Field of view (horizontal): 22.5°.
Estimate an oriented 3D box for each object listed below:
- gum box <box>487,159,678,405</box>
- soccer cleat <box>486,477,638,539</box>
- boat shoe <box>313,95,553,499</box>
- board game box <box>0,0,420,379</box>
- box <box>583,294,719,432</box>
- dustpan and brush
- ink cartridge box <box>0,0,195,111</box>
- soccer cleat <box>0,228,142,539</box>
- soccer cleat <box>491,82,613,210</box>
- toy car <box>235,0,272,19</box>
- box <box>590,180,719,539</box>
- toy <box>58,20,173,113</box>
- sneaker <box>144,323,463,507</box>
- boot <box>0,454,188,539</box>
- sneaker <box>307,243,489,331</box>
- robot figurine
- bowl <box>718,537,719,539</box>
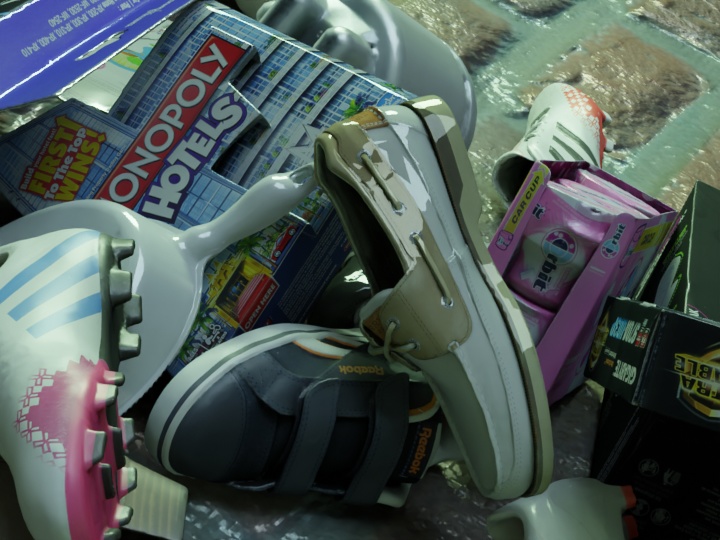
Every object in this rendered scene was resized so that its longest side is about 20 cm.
[{"bbox_3d":[0.110,0.004,0.989,0.066,0.114,0.200,30,10,12],"label":"gum box"},{"bbox_3d":[0.110,0.185,0.834,0.077,0.070,0.201,-13,47,1],"label":"soccer cleat"},{"bbox_3d":[0.032,0.018,0.865,0.068,0.075,0.202,-14,76,-22],"label":"boat shoe"},{"bbox_3d":[-0.097,-0.051,0.953,0.199,0.201,0.062,27,-13,26],"label":"board game box"},{"bbox_3d":[0.211,0.061,0.830,0.198,0.046,0.159,17,2,-1],"label":"box"},{"bbox_3d":[-0.107,0.001,0.875,0.057,0.199,0.140,44,10,-48],"label":"dustpan and brush"},{"bbox_3d":[-0.200,-0.114,0.960,0.198,0.044,0.198,-14,18,26],"label":"ink cartridge box"},{"bbox_3d":[-0.136,0.052,0.747,0.085,0.071,0.201,-5,31,-1],"label":"soccer cleat"},{"bbox_3d":[0.127,-0.072,1.228,0.084,0.069,0.201,19,35,-18],"label":"soccer cleat"},{"bbox_3d":[-0.082,-0.274,1.326,0.148,0.177,0.200,-5,24,20],"label":"toy car"},{"bbox_3d":[0.224,0.068,1.025,0.147,0.125,0.201,24,32,-1],"label":"box"},{"bbox_3d":[-0.120,-0.101,1.114,0.114,0.048,0.200,27,27,10],"label":"toy"},{"bbox_3d":[-0.011,0.073,0.893,0.199,0.079,0.079,-9,38,-46],"label":"sneaker"},{"bbox_3d":[-0.147,0.131,0.731,0.145,0.071,0.201,12,31,-9],"label":"boot"},{"bbox_3d":[0.000,0.000,1.033,0.115,0.076,0.199,33,21,24],"label":"sneaker"},{"bbox_3d":[0.001,-0.107,1.112,0.170,0.113,0.200,51,13,27],"label":"robot figurine"},{"bbox_3d":[0.210,0.190,0.824,0.202,0.094,0.201,57,6,-8],"label":"bowl"}]
